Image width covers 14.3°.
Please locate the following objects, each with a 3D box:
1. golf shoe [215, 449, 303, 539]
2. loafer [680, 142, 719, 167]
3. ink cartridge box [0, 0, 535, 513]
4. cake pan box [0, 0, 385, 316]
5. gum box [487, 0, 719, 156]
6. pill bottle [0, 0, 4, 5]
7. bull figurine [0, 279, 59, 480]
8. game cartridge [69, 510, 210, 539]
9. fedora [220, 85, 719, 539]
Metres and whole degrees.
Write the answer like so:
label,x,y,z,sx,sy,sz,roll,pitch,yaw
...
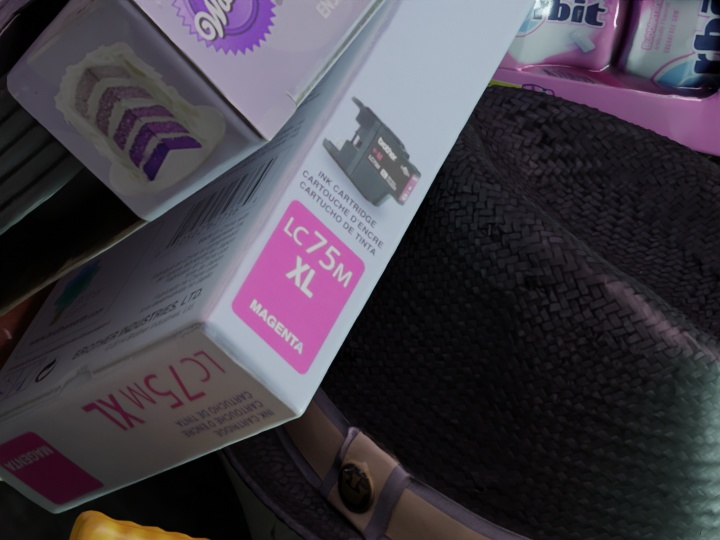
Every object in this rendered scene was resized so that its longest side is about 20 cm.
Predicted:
label,x,y,z,sx,sy,sz,roll,pitch,yaw
golf shoe,0.008,0.094,0.815,0.200,0.073,0.092,53,40,8
loafer,0.094,-0.039,0.918,0.076,0.068,0.200,12,20,-6
ink cartridge box,-0.016,-0.034,0.738,0.042,0.119,0.200,40,56,-19
cake pan box,-0.041,-0.070,0.696,0.052,0.184,0.200,44,54,-11
gum box,0.074,-0.103,0.880,0.113,0.066,0.200,11,23,-1
pill bottle,-0.125,-0.132,0.858,0.114,0.114,0.200,33,40,-17
bull figurine,-0.123,0.018,0.765,0.199,0.065,0.122,26,46,-21
game cartridge,0.002,0.160,0.654,0.199,0.032,0.177,14,89,-12
fedora,0.053,0.014,0.749,0.200,0.092,0.201,12,29,-7
